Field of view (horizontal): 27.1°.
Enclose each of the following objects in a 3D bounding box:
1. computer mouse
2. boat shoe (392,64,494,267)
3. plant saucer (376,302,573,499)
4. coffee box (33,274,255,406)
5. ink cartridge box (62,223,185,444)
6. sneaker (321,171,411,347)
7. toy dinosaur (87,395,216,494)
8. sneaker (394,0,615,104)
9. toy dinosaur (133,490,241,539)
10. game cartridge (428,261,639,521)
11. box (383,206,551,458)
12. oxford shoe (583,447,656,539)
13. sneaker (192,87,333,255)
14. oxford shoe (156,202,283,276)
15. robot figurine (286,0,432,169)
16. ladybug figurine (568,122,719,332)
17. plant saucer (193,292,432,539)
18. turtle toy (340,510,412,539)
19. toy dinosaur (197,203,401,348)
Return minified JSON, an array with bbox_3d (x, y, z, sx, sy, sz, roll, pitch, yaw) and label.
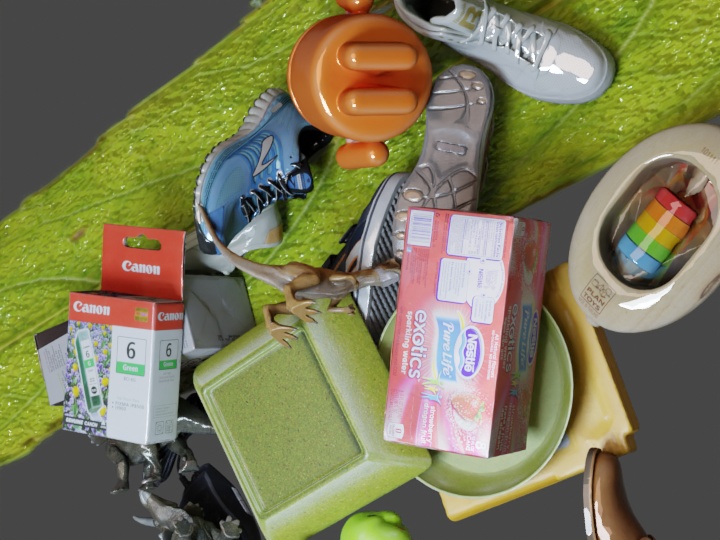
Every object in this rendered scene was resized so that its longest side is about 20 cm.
[{"bbox_3d":[-0.136,0.219,1.507,0.200,0.046,0.141,47,116,37],"label":"computer mouse"},{"bbox_3d":[0.083,-0.085,1.367,0.075,0.072,0.201,19,94,13],"label":"boat shoe"},{"bbox_3d":[0.103,0.102,1.336,0.199,0.031,0.202,-1,88,31],"label":"plant saucer"},{"bbox_3d":[-0.219,0.072,1.522,0.199,0.113,0.080,-22,77,29],"label":"coffee box"},{"bbox_3d":[-0.226,0.059,1.430,0.108,0.050,0.202,6,94,31],"label":"ink cartridge box"},{"bbox_3d":[0.000,0.000,1.410,0.079,0.078,0.202,16,92,37],"label":"sneaker"},{"bbox_3d":[-0.214,0.164,1.505,0.199,0.077,0.103,-28,72,42],"label":"toy dinosaur"},{"bbox_3d":[0.120,-0.206,1.323,0.199,0.115,0.074,26,100,28],"label":"sneaker"},{"bbox_3d":[-0.152,0.291,1.420,0.102,0.076,0.201,120,136,-60],"label":"toy dinosaur"},{"bbox_3d":[0.137,0.111,1.348,0.199,0.032,0.177,-28,74,29],"label":"game cartridge"},{"bbox_3d":[0.093,0.051,1.269,0.102,0.095,0.202,6,91,27],"label":"box"},{"bbox_3d":[0.236,0.244,1.263,0.071,0.071,0.201,-14,92,26],"label":"oxford shoe"},{"bbox_3d":[-0.091,-0.093,1.427,0.089,0.079,0.201,22,58,17],"label":"sneaker"},{"bbox_3d":[-0.158,-0.017,1.517,0.199,0.075,0.058,-24,101,30],"label":"oxford shoe"},{"bbox_3d":[-0.004,-0.176,1.370,0.116,0.200,0.144,-40,106,-5],"label":"robot figurine"},{"bbox_3d":[0.257,-0.032,1.255,0.136,0.072,0.200,48,111,23],"label":"ladybug figurine"},{"bbox_3d":[-0.061,0.137,1.382,0.199,0.048,0.201,-34,75,28],"label":"plant saucer"},{"bbox_3d":[-0.029,0.300,1.393,0.200,0.145,0.102,-36,50,24],"label":"turtle toy"},{"bbox_3d":[-0.063,0.011,1.344,0.198,0.107,0.061,10,132,2],"label":"toy dinosaur"}]
